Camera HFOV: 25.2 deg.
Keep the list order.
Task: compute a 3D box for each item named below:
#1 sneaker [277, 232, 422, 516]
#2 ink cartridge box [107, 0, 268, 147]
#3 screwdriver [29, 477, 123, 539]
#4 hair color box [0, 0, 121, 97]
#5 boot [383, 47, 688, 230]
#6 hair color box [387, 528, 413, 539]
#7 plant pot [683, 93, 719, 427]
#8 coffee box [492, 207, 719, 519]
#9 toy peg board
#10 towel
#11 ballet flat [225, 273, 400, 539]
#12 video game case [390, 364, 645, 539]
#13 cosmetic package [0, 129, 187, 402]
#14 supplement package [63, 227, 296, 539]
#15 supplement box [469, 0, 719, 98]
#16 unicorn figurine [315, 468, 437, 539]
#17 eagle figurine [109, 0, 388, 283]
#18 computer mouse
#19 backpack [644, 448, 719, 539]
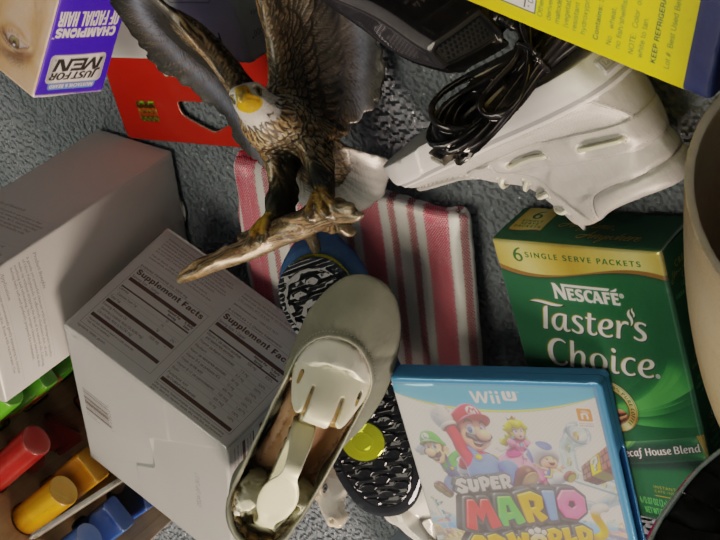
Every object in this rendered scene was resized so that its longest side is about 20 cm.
[{"bbox_3d":[0.001,0.065,1.078,0.066,0.078,0.201,-15,107,13],"label":"sneaker"},{"bbox_3d":[-0.132,-0.155,1.094,0.199,0.044,0.174,8,123,40],"label":"ink cartridge box"},{"bbox_3d":[-0.189,0.163,1.272,0.028,0.200,0.029,34,121,21],"label":"screwdriver"},{"bbox_3d":[-0.195,-0.225,1.027,0.109,0.065,0.201,37,122,29],"label":"hair color box"},{"bbox_3d":[0.099,-0.059,0.925,0.096,0.074,0.200,54,146,-11],"label":"boot"},{"bbox_3d":[0.105,0.270,1.183,0.200,0.061,0.099,28,136,27],"label":"hair color box"},{"bbox_3d":[0.239,0.025,0.792,0.187,0.187,0.200,32,151,22],"label":"plant pot"},{"bbox_3d":[0.159,0.060,0.979,0.123,0.044,0.201,8,125,40],"label":"coffee box"},{"bbox_3d":[-0.230,0.142,1.309,0.098,0.200,0.199,-38,91,37],"label":"toy peg board"},{"bbox_3d":[0.000,0.000,1.102,0.199,0.030,0.147,17,129,33],"label":"towel"},{"bbox_3d":[-0.029,0.097,1.020,0.067,0.064,0.201,25,114,-5],"label":"ballet flat"},{"bbox_3d":[0.107,0.149,1.026,0.143,0.018,0.201,0,119,30],"label":"video game case"},{"bbox_3d":[-0.222,-0.008,1.168,0.085,0.200,0.108,17,129,32],"label":"cosmetic package"},{"bbox_3d":[-0.118,0.098,1.191,0.155,0.111,0.200,35,151,19],"label":"supplement package"},{"bbox_3d":[0.115,-0.186,0.780,0.199,0.109,0.109,28,135,25],"label":"supplement box"},{"bbox_3d":[0.045,0.159,1.133,0.200,0.074,0.138,-40,76,22],"label":"unicorn figurine"},{"bbox_3d":[-0.058,-0.112,0.973,0.151,0.151,0.201,143,113,-68],"label":"eagle figurine"},{"bbox_3d":[0.038,-0.151,0.890,0.200,0.139,0.053,42,177,28],"label":"computer mouse"},{"bbox_3d":[0.254,0.193,0.886,0.200,0.178,0.151,32,168,23],"label":"backpack"}]
